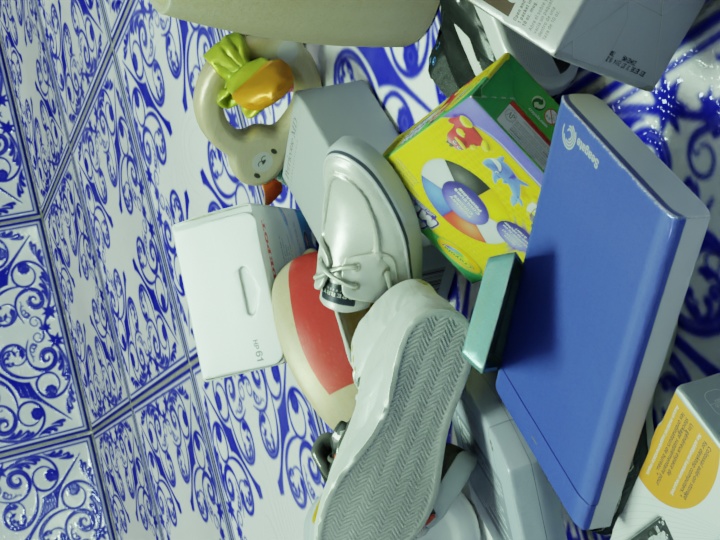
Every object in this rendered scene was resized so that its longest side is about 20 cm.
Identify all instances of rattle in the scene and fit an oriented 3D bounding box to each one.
[{"bbox_3d":[-0.072,-0.113,1.121,0.142,0.129,0.203,31,135,42],"label":"rattle"}]

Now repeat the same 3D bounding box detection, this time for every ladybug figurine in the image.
[{"bbox_3d":[-0.006,0.058,1.044,0.072,0.135,0.202,-43,60,31],"label":"ladybug figurine"}]

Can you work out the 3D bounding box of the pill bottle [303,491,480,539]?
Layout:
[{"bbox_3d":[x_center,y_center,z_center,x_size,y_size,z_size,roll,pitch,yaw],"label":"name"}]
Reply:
[{"bbox_3d":[0.018,0.237,1.079,0.200,0.110,0.114,-21,82,67],"label":"pill bottle"}]

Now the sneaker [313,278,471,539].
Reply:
[{"bbox_3d":[0.018,0.106,0.841,0.116,0.073,0.202,-120,52,-73],"label":"sneaker"}]

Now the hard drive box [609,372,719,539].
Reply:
[{"bbox_3d":[0.224,0.172,0.617,0.201,0.076,0.157,57,149,40],"label":"hard drive box"}]

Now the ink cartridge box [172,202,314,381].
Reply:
[{"bbox_3d":[-0.098,0.018,1.156,0.200,0.083,0.147,-1,-102,-79],"label":"ink cartridge box"}]

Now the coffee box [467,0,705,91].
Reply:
[{"bbox_3d":[0.078,-0.185,0.650,0.200,0.114,0.080,41,111,32],"label":"coffee box"}]

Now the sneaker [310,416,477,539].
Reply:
[{"bbox_3d":[0.012,0.149,0.907,0.082,0.077,0.199,43,155,-11],"label":"sneaker"}]

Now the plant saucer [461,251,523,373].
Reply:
[{"bbox_3d":[0.088,0.028,0.770,0.200,0.019,0.071,20,-95,-80],"label":"plant saucer"}]

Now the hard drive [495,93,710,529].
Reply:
[{"bbox_3d":[0.126,0.023,0.675,0.132,0.025,0.203,-117,30,-52],"label":"hard drive"}]

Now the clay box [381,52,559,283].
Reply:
[{"bbox_3d":[0.080,-0.057,0.811,0.115,0.048,0.200,45,156,-7],"label":"clay box"}]

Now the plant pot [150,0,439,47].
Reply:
[{"bbox_3d":[-0.064,-0.252,0.922,0.187,0.197,0.190,43,140,53],"label":"plant pot"}]

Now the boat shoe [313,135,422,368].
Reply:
[{"bbox_3d":[0.000,0.000,0.873,0.070,0.070,0.202,25,143,33],"label":"boat shoe"}]

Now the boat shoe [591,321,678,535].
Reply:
[{"bbox_3d":[0.148,0.090,0.763,0.075,0.065,0.202,50,145,46],"label":"boat shoe"}]

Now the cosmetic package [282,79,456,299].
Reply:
[{"bbox_3d":[0.006,-0.056,1.018,0.102,0.070,0.201,103,147,-45],"label":"cosmetic package"}]

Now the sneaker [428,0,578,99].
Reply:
[{"bbox_3d":[0.067,-0.188,0.807,0.112,0.072,0.203,-40,65,62],"label":"sneaker"}]

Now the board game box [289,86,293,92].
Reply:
[{"bbox_3d":[-0.073,-0.279,1.158,0.201,0.019,0.104,108,144,-50],"label":"board game box"}]

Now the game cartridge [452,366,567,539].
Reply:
[{"bbox_3d":[0.102,0.139,0.858,0.200,0.040,0.135,-121,13,-72],"label":"game cartridge"}]
